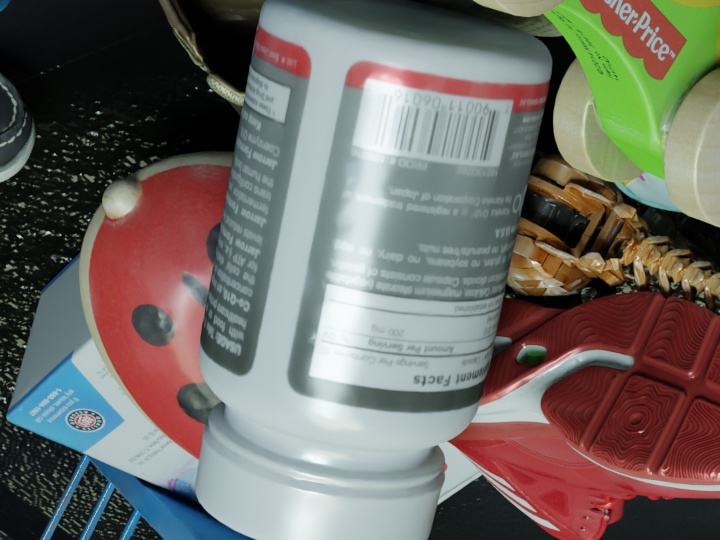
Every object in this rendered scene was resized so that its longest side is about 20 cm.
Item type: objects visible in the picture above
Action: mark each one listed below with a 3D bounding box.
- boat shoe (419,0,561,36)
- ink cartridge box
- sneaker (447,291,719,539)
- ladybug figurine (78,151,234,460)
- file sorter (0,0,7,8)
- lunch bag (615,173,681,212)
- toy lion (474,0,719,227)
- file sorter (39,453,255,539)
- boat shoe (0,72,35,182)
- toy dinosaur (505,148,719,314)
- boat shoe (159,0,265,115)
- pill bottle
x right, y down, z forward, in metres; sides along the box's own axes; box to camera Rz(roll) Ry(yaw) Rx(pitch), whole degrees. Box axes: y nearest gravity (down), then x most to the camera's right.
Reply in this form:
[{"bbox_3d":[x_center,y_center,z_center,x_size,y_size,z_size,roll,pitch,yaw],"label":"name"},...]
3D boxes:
[{"bbox_3d":[0.042,-0.146,0.875,0.074,0.062,0.200,8,161,25],"label":"boat shoe"},{"bbox_3d":[-0.048,0.052,1.140,0.200,0.085,0.144,27,141,-21],"label":"ink cartridge box"},{"bbox_3d":[0.113,0.067,0.956,0.200,0.078,0.116,16,158,43],"label":"sneaker"},{"bbox_3d":[-0.038,0.031,1.013,0.200,0.072,0.136,39,99,-24],"label":"ladybug figurine"},{"bbox_3d":[-0.189,-0.163,0.838,0.199,0.123,0.139,-9,141,22],"label":"file sorter"},{"bbox_3d":[0.192,-0.097,0.895,0.199,0.077,0.161,0,137,8],"label":"lunch bag"},{"bbox_3d":[0.093,-0.138,0.671,0.069,0.192,0.200,26,171,45],"label":"toy lion"},{"bbox_3d":[-0.082,0.185,1.205,0.139,0.123,0.200,25,-178,-27],"label":"file sorter"},{"bbox_3d":[-0.234,-0.094,0.998,0.200,0.074,0.060,22,147,-4],"label":"boat shoe"},{"bbox_3d":[0.085,-0.006,0.987,0.102,0.200,0.136,-45,133,7],"label":"toy dinosaur"},{"bbox_3d":[-0.045,-0.094,0.950,0.075,0.075,0.202,-7,141,20],"label":"boat shoe"},{"bbox_3d":[0.000,0.000,0.896,0.114,0.114,0.201,11,104,-3],"label":"pill bottle"}]
